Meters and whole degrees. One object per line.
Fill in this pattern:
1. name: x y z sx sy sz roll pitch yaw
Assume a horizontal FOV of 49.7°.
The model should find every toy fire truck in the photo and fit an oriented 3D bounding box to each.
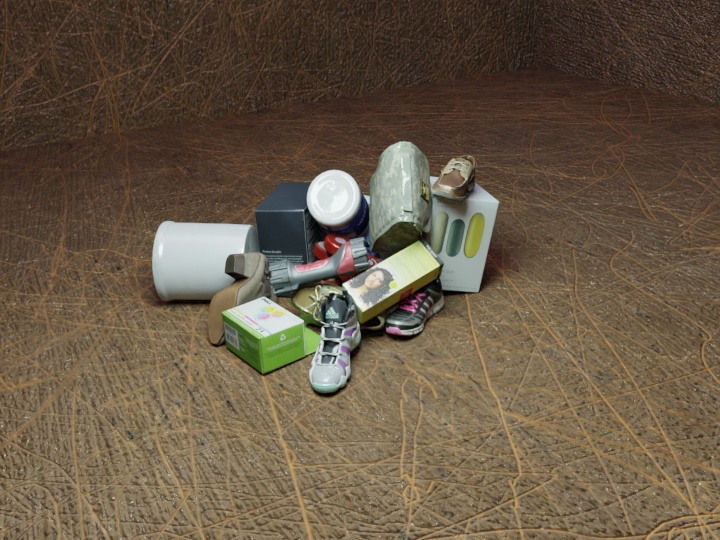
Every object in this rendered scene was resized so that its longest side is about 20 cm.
1. toy fire truck: 0.000 0.000 1.641 0.166 0.114 0.199 -8 39 -47

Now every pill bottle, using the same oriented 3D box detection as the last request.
1. pill bottle: -0.040 -0.130 1.667 0.112 0.119 0.200 1 -11 10

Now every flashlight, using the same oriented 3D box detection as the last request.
1. flashlight: -0.079 -0.012 1.506 0.194 0.070 0.068 -11 23 3

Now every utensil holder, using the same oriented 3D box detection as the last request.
1. utensil holder: -0.331 -0.019 1.692 0.194 0.174 0.171 2 23 4

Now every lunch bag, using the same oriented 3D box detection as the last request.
1. lunch bag: 0.082 -0.141 1.555 0.114 0.169 0.200 2 -16 -8

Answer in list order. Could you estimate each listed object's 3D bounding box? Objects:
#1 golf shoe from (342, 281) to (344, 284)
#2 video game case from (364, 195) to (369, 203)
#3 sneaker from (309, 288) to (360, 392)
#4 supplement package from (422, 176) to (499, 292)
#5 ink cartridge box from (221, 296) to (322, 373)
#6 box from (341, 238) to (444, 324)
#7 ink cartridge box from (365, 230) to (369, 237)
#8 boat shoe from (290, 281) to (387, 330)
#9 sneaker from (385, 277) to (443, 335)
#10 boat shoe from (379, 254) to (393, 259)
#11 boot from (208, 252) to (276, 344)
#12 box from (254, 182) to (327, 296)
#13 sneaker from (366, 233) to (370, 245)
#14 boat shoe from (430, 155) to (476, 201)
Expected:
1. golf shoe: -0.028 -0.034 1.771 0.076 0.097 0.201 -8 25 -13
2. video game case: 0.116 -0.138 1.945 0.196 0.024 0.181 15 -7 34
3. sneaker: -0.052 0.108 1.376 0.075 0.143 0.201 0 31 11
4. supplement package: 0.184 -0.080 1.671 0.148 0.205 0.151 4 21 -16
5. ink cartridge box: -0.145 0.105 1.490 0.197 0.078 0.146 -21 29 -34
6. box: 0.063 0.019 1.494 0.197 0.051 0.076 -30 64 -22
7. ink cartridge box: 0.047 -0.104 1.883 0.197 0.068 0.117 26 7 -32
8. boat shoe: -0.044 0.070 1.513 0.194 0.075 0.063 11 8 4
9. sneaker: 0.107 0.059 1.543 0.072 0.090 0.199 11 28 31
10. boat shoe: 0.139 -0.047 1.841 0.194 0.075 0.063 -9 -13 -3
11. boot: -0.230 0.061 1.579 0.069 0.205 0.145 7 -10 33
12. box: -0.146 -0.074 1.744 0.120 0.204 0.201 2 23 12
13. sneaker: 0.076 -0.120 1.753 0.070 0.078 0.201 37 35 -5
14. boat shoe: 0.191 -0.191 1.566 0.074 0.074 0.200 15 22 12
